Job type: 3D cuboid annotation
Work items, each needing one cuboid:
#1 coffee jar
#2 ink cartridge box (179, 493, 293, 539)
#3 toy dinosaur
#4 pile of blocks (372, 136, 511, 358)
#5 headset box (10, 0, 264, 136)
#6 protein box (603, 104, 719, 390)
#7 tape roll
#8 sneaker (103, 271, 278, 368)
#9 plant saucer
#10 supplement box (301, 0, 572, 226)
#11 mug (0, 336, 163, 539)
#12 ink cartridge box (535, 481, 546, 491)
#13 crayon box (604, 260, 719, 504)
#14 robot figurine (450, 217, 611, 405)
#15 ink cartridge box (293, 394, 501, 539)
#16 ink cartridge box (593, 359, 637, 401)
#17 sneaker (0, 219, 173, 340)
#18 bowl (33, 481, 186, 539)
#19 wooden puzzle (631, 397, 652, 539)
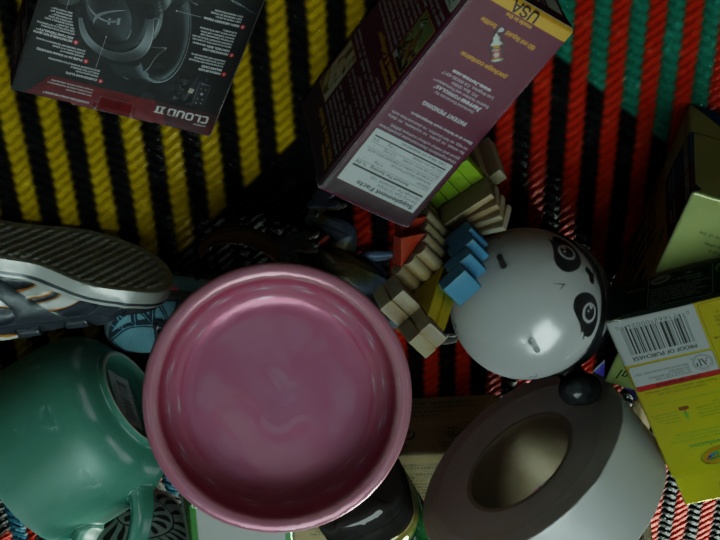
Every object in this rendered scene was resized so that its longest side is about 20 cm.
[{"bbox_3d":[0.026,0.238,1.349,0.085,0.104,0.200,-24,130,5],"label":"coffee jar"},{"bbox_3d":[-0.113,0.165,1.293,0.084,0.200,0.146,-8,132,-9],"label":"ink cartridge box"},{"bbox_3d":[0.000,0.000,1.282,0.200,0.105,0.182,6,151,29],"label":"toy dinosaur"},{"bbox_3d":[0.061,-0.035,1.171,0.082,0.200,0.062,-15,137,36],"label":"pile of blocks"},{"bbox_3d":[-0.150,-0.191,1.059,0.149,0.077,0.200,12,128,-20],"label":"headset box"},{"bbox_3d":[0.326,0.005,1.255,0.198,0.135,0.200,17,127,-1],"label":"protein box"},{"bbox_3d":[0.151,0.179,1.280,0.202,0.203,0.071,-34,114,17],"label":"tape roll"},{"bbox_3d":[-0.129,0.056,1.235,0.200,0.096,0.079,-3,142,26],"label":"sneaker"},{"bbox_3d":[-0.063,0.094,1.155,0.200,0.051,0.201,0,90,-5],"label":"plant saucer"},{"bbox_3d":[0.050,-0.146,1.117,0.086,0.110,0.200,23,122,-28],"label":"supplement box"},{"bbox_3d":[-0.222,0.144,1.273,0.114,0.152,0.185,-32,105,13],"label":"mug"},{"bbox_3d":[0.190,0.230,1.406,0.067,0.200,0.117,-5,132,5],"label":"ink cartridge box"},{"bbox_3d":[0.283,0.088,1.207,0.127,0.051,0.200,-14,121,21],"label":"crayon box"},{"bbox_3d":[0.143,0.027,1.243,0.150,0.200,0.125,24,94,14],"label":"robot figurine"},{"bbox_3d":[0.031,0.200,1.435,0.200,0.075,0.165,-1,131,-12],"label":"ink cartridge box"},{"bbox_3d":[0.353,0.077,1.419,0.200,0.043,0.198,25,121,-27],"label":"ink cartridge box"},{"bbox_3d":[-0.251,0.011,1.213,0.200,0.078,0.079,12,123,-7],"label":"sneaker"},{"bbox_3d":[-0.216,0.245,1.392,0.200,0.094,0.201,-7,154,-4],"label":"bowl"},{"bbox_3d":[0.243,0.235,1.404,0.046,0.200,0.185,0,156,9],"label":"wooden puzzle"}]
